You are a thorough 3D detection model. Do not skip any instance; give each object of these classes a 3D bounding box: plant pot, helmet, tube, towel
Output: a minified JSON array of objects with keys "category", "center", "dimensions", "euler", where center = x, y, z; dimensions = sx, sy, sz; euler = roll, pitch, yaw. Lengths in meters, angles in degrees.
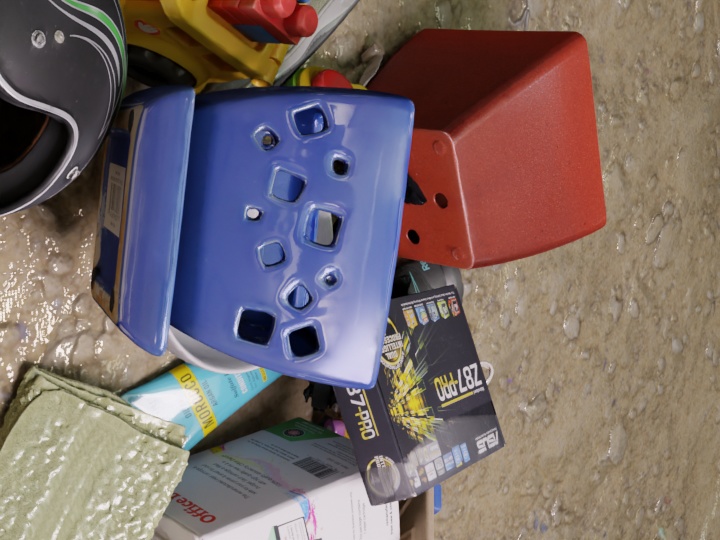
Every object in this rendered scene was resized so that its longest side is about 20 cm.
[{"category":"plant pot","center":[-0.087,-0.036,0.838],"dimensions":[0.179,0.200,0.201],"euler":[5,96,-20]},{"category":"helmet","center":[-0.243,-0.140,0.767],"dimensions":[0.200,0.200,0.191],"euler":[-60,156,-19]},{"category":"plant pot","center":[0.096,-0.105,1.138],"dimensions":[0.176,0.200,0.200],"euler":[-35,123,-39]},{"category":"tube","center":[-0.119,0.094,1.069],"dimensions":[0.200,0.050,0.078],"euler":[-34,100,-34]},{"category":"towel","center":[-0.231,0.189,0.926],"dimensions":[0.148,0.036,0.201],"euler":[26,75,-13]}]

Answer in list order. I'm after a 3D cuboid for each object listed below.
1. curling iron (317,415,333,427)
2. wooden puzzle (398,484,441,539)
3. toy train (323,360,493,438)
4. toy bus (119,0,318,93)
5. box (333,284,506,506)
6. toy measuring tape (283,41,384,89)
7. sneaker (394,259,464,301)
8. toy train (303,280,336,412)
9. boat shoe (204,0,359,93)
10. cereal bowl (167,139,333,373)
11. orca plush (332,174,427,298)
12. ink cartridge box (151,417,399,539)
[{"category":"curling iron","center":[-0.077,0.223,1.152],"dimensions":[0.050,0.026,0.200],"euler":[38,57,-13]},{"category":"wooden puzzle","center":[0.020,0.262,1.106],"dimensions":[0.046,0.185,0.201],"euler":[20,48,-28]},{"category":"toy train","center":[0.036,0.144,1.217],"dimensions":[0.200,0.056,0.150],"euler":[-50,131,4]},{"category":"toy bus","center":[-0.126,-0.218,0.877],"dimensions":[0.200,0.192,0.136],"euler":[32,77,-45]},{"category":"box","center":[0.048,0.102,1.042],"dimensions":[0.200,0.049,0.162],"euler":[-8,81,-60]},{"category":"toy measuring tape","center":[-0.030,-0.168,1.078],"dimensions":[0.200,0.073,0.074],"euler":[-68,144,-48]},{"category":"sneaker","center":[0.064,0.082,1.262],"dimensions":[0.079,0.075,0.201],"euler":[-12,102,-32]},{"category":"toy train","center":[-0.024,0.049,1.072],"dimensions":[0.046,0.034,0.200],"euler":[-76,178,-52]},{"category":"boat shoe","center":[-0.074,-0.203,1.036],"dimensions":[0.065,0.074,0.202],"euler":[43,64,-6]},{"category":"cereal bowl","center":[-0.119,-0.016,1.011],"dimensions":[0.200,0.083,0.201],"euler":[-13,108,-45]},{"category":"orca plush","center":[0.000,0.000,1.097],"dimensions":[0.105,0.200,0.071],"euler":[36,39,-7]},{"category":"ink cartridge box","center":[-0.088,0.209,1.032],"dimensions":[0.200,0.145,0.084],"euler":[-16,109,-36]}]
